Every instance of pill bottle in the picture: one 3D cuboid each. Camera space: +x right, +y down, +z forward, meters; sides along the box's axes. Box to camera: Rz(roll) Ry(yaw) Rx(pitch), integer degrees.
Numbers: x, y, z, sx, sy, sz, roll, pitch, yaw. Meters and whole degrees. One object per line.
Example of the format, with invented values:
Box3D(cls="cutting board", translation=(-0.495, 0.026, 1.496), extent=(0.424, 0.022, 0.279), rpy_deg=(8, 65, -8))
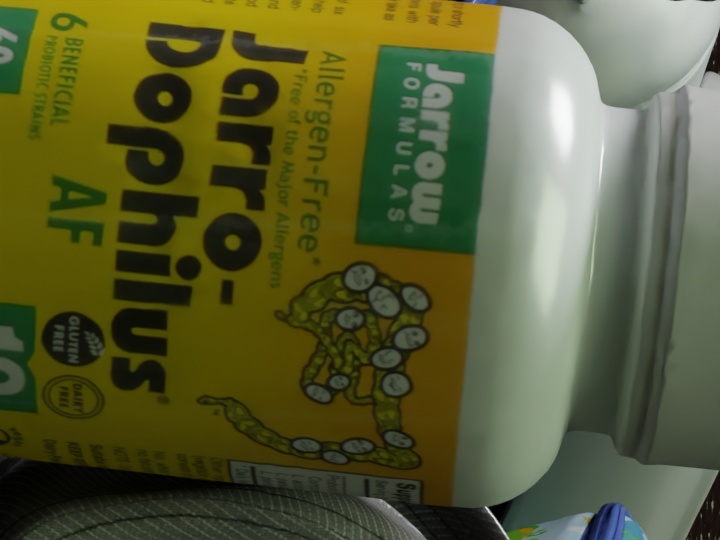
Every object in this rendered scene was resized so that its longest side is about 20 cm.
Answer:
Box3D(cls="pill bottle", translation=(-0.009, -0.007, 0.676), extent=(0.113, 0.199, 0.114), rpy_deg=(7, 90, -88))

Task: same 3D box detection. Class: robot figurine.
Box3D(cls="robot figurine", translation=(0.077, -0.096, 1.135), extent=(0.200, 0.112, 0.171), rpy_deg=(94, -11, -73))

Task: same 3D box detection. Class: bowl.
Box3D(cls="bowl", translation=(0.126, 0.038, 1.245), extent=(0.200, 0.074, 0.200), rpy_deg=(-56, 169, -57))

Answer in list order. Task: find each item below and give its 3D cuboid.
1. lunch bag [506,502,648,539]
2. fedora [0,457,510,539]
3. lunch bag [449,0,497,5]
Box3D(cls="lunch bag", translation=(0.083, 0.191, 1.020), extent=(0.161, 0.082, 0.201), rpy_deg=(-41, 114, -74))
Box3D(cls="fedora", translation=(-0.038, 0.101, 0.718), extent=(0.177, 0.199, 0.090), rpy_deg=(-59, -174, -14))
Box3D(cls="lunch bag", translation=(-0.016, -0.113, 0.789), extent=(0.200, 0.132, 0.136), rpy_deg=(-55, 168, -48))
